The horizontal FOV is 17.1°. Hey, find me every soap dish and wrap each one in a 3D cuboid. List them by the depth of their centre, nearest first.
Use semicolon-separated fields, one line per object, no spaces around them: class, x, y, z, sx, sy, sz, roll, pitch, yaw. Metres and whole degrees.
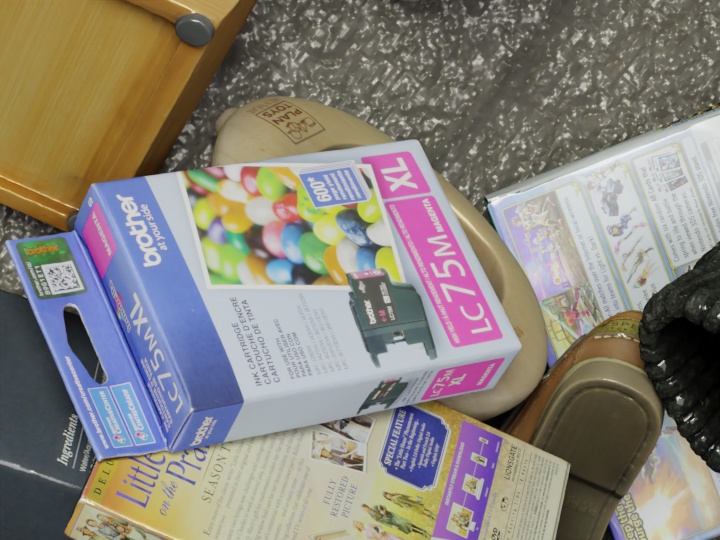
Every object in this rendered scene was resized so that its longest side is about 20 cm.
soap dish;-0.141;-0.109;1.075;0.157;0.200;0.081;24;47;-10

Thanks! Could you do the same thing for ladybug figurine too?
ladybug figurine;0.000;0.000;1.144;0.200;0.072;0.136;47;41;12

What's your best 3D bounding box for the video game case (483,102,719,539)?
video game case;0.180;0.024;1.199;0.181;0.045;0.200;-21;96;0

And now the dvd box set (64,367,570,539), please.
dvd box set;-0.013;0.098;1.032;0.200;0.146;0.029;24;129;-5

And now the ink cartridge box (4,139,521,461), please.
ink cartridge box;-0.040;0.010;1.037;0.200;0.042;0.120;-11;60;-28

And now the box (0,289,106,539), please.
box;-0.113;0.119;1.096;0.200;0.107;0.149;20;129;-11

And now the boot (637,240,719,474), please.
boot;0.231;0.057;1.101;0.211;0.079;0.158;42;44;2

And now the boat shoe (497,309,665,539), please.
boat shoe;0.093;0.101;1.158;0.072;0.068;0.200;31;128;-7
